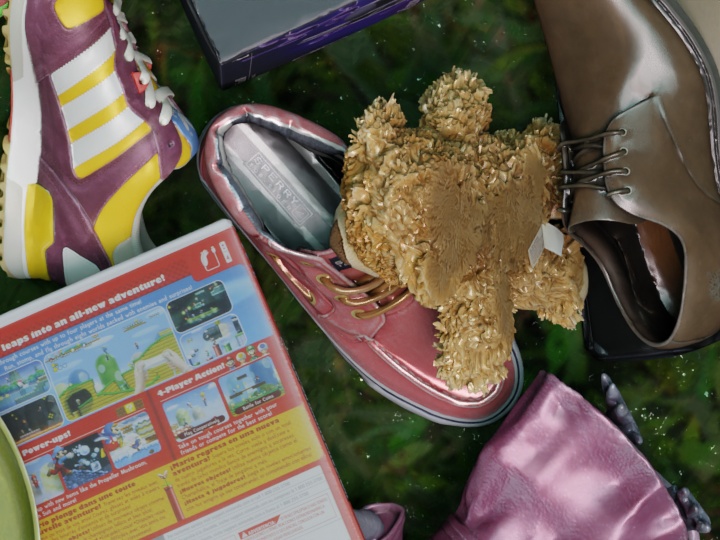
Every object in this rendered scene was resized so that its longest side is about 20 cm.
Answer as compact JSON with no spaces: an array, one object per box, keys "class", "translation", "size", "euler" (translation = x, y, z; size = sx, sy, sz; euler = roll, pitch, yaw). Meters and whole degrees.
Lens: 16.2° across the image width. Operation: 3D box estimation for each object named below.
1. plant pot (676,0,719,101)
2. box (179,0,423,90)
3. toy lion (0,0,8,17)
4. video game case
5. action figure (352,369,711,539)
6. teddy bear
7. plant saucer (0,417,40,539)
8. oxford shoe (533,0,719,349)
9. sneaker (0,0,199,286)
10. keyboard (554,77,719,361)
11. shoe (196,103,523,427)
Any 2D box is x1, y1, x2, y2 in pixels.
[{"class":"plant pot","translation":[0.262,-0.126,1.118],"size":[0.186,0.200,0.189],"euler":[1,88,-22]},{"class":"box","translation":[-0.015,-0.146,1.128],"size":[0.140,0.200,0.079],"euler":[-22,92,-2]},{"class":"toy lion","translation":[-0.202,-0.199,1.191],"size":[0.199,0.069,0.193],"euler":[-22,99,-3]},{"class":"video game case","translation":[-0.085,0.095,1.106],"size":[0.142,0.017,0.201],"euler":[-23,74,-1]},{"class":"action figure","translation":[0.052,0.133,1.174],"size":[0.200,0.149,0.134],"euler":[-37,79,2]},{"class":"teddy bear","translation":[0.047,-0.022,1.151],"size":[0.066,0.200,0.146],"euler":[-1,106,30]},{"class":"plant saucer","translation":[-0.222,0.122,1.095],"size":[0.198,0.031,0.202],"euler":[-1,88,18]},{"class":"oxford shoe","translation":[0.121,-0.058,1.145],"size":[0.084,0.072,0.201],"euler":[-32,101,-42]},{"class":"sneaker","translation":[-0.116,-0.087,1.169],"size":[0.089,0.075,0.201],"euler":[6,115,2]},{"class":"keyboard","translation":[0.151,-0.059,1.229],"size":[0.103,0.040,0.202],"euler":[-5,92,20]},{"class":"shoe","translation":[0.000,0.000,1.185],"size":[0.071,0.091,0.200],"euler":[-45,93,-2]}]
